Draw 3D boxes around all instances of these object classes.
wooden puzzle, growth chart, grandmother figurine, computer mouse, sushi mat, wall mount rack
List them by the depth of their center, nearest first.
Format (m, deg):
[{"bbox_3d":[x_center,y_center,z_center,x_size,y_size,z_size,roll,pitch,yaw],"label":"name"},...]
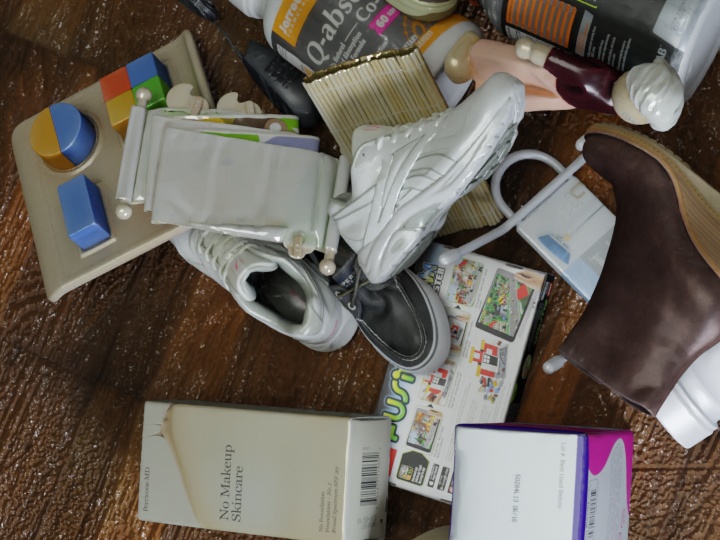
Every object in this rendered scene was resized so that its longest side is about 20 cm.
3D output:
[{"bbox_3d":[0.163,-0.140,1.526,0.200,0.121,0.061,16,93,46],"label":"grandmother figurine"},{"bbox_3d":[0.162,-0.010,1.577,0.174,0.075,0.200,-41,77,-13],"label":"wall mount rack"},{"bbox_3d":[0.036,-0.095,1.598,0.095,0.200,0.012,-14,45,18],"label":"sushi mat"},{"bbox_3d":[-0.101,-0.080,1.629,0.199,0.018,0.145,13,59,5],"label":"growth chart"},{"bbox_3d":[-0.209,-0.094,1.704,0.200,0.046,0.186,-29,56,15],"label":"wooden puzzle"},{"bbox_3d":[-0.096,-0.194,1.707,0.034,0.059,0.200,-41,71,-7],"label":"computer mouse"}]

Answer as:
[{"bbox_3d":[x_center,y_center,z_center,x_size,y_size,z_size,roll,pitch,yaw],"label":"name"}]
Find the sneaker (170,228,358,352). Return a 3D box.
[{"bbox_3d":[-0.092,-0.010,1.665,0.200,0.099,0.078,34,97,17],"label":"sneaker"}]

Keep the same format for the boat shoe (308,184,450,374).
[{"bbox_3d":[0.000,0.000,1.627,0.070,0.066,0.200,-42,60,24],"label":"boat shoe"}]

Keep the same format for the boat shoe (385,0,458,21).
[{"bbox_3d":[0.001,-0.275,1.584,0.200,0.073,0.065,35,139,13],"label":"boat shoe"}]

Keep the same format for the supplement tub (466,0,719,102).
[{"bbox_3d":[0.184,-0.219,1.580,0.199,0.122,0.123,27,95,17],"label":"supplement tub"}]

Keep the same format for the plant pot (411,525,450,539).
[{"bbox_3d":[0.095,0.302,1.557,0.187,0.187,0.200,-43,62,11],"label":"plant pot"}]

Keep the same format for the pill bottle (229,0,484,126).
[{"bbox_3d":[-0.007,-0.202,1.643,0.200,0.116,0.117,38,98,16],"label":"pill bottle"}]

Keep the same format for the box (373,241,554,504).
[{"bbox_3d":[0.078,0.085,1.639,0.110,0.035,0.201,17,92,18],"label":"box"}]

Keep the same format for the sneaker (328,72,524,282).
[{"bbox_3d":[0.041,-0.085,1.531,0.099,0.078,0.200,45,116,8],"label":"sneaker"}]

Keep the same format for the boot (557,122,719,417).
[{"bbox_3d":[0.197,-0.006,1.504,0.166,0.072,0.200,-50,55,-1],"label":"boot"}]

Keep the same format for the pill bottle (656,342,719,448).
[{"bbox_3d":[0.305,0.045,1.529,0.200,0.111,0.111,-37,77,12],"label":"pill bottle"}]

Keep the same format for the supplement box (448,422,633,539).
[{"bbox_3d":[0.140,0.168,1.528,0.103,0.200,0.102,3,87,19],"label":"supplement box"}]

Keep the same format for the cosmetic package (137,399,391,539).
[{"bbox_3d":[-0.079,0.162,1.644,0.199,0.073,0.104,1,88,29],"label":"cosmetic package"}]
